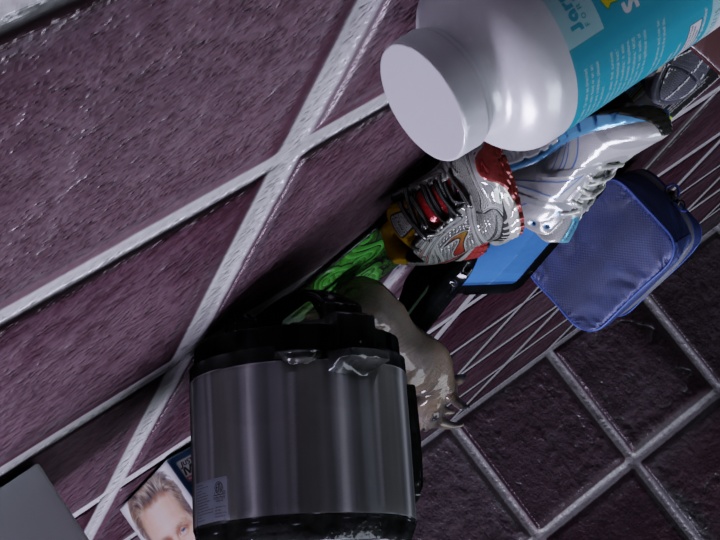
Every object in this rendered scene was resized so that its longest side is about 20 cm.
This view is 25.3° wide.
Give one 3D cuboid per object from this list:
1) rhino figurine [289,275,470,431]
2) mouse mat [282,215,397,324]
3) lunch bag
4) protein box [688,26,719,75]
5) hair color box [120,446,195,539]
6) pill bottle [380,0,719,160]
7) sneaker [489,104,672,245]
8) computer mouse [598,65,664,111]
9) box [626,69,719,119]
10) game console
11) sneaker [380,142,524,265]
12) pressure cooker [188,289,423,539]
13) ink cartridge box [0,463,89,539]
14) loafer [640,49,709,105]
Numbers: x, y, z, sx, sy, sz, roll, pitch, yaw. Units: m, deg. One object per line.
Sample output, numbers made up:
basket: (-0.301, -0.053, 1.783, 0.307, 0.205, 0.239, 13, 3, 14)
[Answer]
rhino figurine: (0.031, 0.081, 1.392, 0.087, 0.200, 0.060, -34, -149, 18)
mouse mat: (0.000, 0.000, 1.386, 0.161, 0.008, 0.200, -40, 169, 4)
lunch bag: (0.320, -0.033, 1.973, 0.200, 0.136, 0.132, -45, 168, 27)
protein box: (0.309, -0.206, 0.991, 0.200, 0.135, 0.199, -44, -160, 27)
hair color box: (-0.138, 0.279, 1.556, 0.060, 0.201, 0.100, -23, 162, -52)
pill bottle: (0.107, -0.138, 0.875, 0.199, 0.111, 0.111, -35, 169, -23)
sneaker: (0.165, -0.069, 1.238, 0.074, 0.088, 0.199, -7, 171, -41)
computer mouse: (0.170, -0.143, 1.194, 0.139, 0.047, 0.199, -19, 173, 33)
box: (0.235, -0.151, 1.334, 0.200, 0.035, 0.110, -42, -162, 18)
game console: (0.118, 0.007, 1.461, 0.200, 0.116, 0.177, -56, -170, 51)
sneaker: (0.067, -0.042, 1.212, 0.081, 0.079, 0.200, -15, 166, -16)
pressure cooker: (-0.045, 0.116, 1.221, 0.174, 0.202, 0.179, -8, 164, 13)
ink cartridge box: (-0.243, 0.274, 1.193, 0.144, 0.201, 0.145, -32, 168, -17)
loafer: (0.252, -0.219, 1.194, 0.071, 0.063, 0.201, -7, 136, -33)
